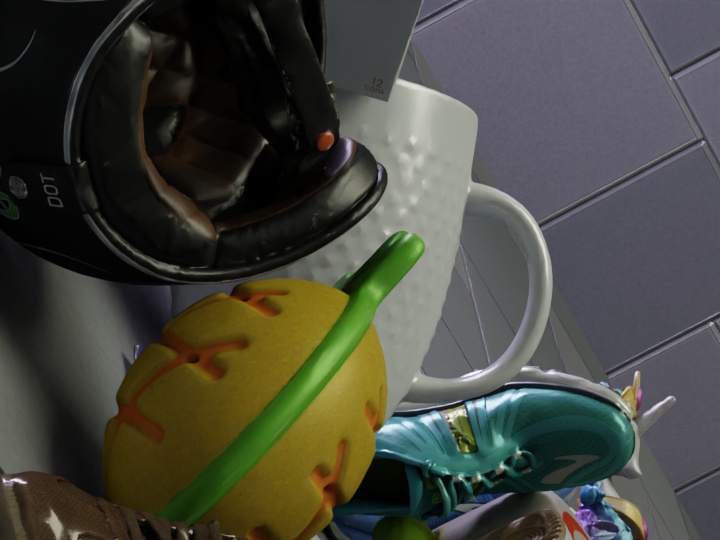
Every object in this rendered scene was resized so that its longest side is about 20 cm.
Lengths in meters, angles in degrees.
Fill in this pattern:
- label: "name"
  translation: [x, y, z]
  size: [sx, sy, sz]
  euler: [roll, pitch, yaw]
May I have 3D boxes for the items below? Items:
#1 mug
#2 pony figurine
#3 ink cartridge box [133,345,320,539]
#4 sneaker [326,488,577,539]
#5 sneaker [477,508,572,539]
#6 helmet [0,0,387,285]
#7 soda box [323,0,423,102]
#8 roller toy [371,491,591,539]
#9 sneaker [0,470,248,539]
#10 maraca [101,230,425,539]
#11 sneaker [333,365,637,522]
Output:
- label: "mug"
  translation: [0.000, 0.000, 1.458]
  size: [0.148, 0.199, 0.176]
  euler: [123, -23, -81]
- label: "pony figurine"
  translation: [0.115, 0.173, 1.796]
  size: [0.166, 0.192, 0.201]
  euler: [32, 50, -68]
- label: "ink cartridge box"
  translation: [-0.037, 0.150, 1.346]
  size: [0.200, 0.040, 0.200]
  euler: [56, 10, -35]
- label: "sneaker"
  translation: [0.053, 0.111, 1.651]
  size: [0.199, 0.089, 0.079]
  euler: [-2, 58, -39]
- label: "sneaker"
  translation: [0.087, 0.192, 1.307]
  size: [0.109, 0.070, 0.200]
  euler: [58, 13, -14]
- label: "helmet"
  translation: [-0.090, -0.090, 1.255]
  size: [0.200, 0.200, 0.191]
  euler: [57, -12, -30]
- label: "soda box"
  translation: [-0.069, -0.150, 1.376]
  size: [0.064, 0.199, 0.068]
  euler: [-79, -174, -51]
- label: "roller toy"
  translation: [0.094, 0.220, 1.575]
  size: [0.183, 0.139, 0.200]
  euler: [67, 9, 26]
- label: "sneaker"
  translation: [-0.075, 0.118, 1.104]
  size: [0.200, 0.075, 0.071]
  euler: [50, 14, -56]
- label: "maraca"
  translation: [-0.038, 0.053, 1.215]
  size: [0.107, 0.137, 0.200]
  euler: [47, 48, -8]
- label: "sneaker"
  translation: [0.050, 0.105, 1.521]
  size: [0.080, 0.199, 0.078]
  euler: [-84, 165, -59]
